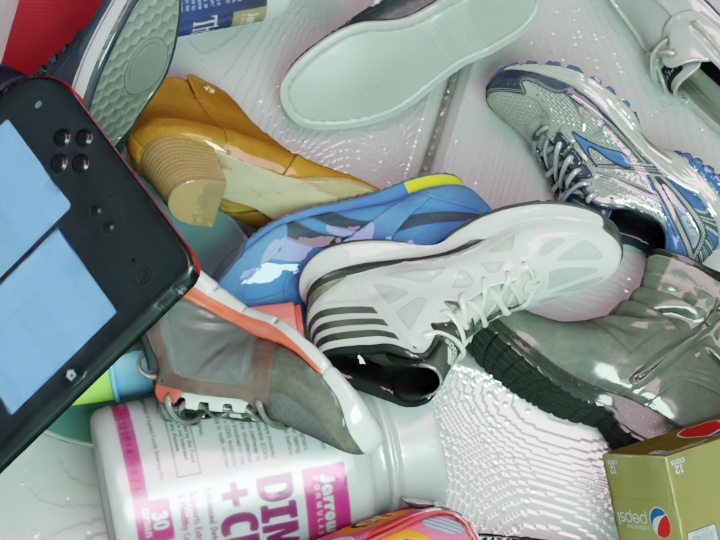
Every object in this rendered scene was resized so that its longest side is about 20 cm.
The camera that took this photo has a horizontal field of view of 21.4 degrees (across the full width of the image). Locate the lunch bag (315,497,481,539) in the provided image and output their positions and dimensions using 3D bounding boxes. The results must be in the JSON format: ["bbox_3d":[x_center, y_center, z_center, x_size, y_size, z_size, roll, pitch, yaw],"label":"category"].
[{"bbox_3d":[0.035,0.237,1.078,0.175,0.082,0.201,-22,90,-15],"label":"lunch bag"}]

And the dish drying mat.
[{"bbox_3d":[-0.190,-0.165,1.252,0.076,0.201,0.018,26,24,10],"label":"dish drying mat"}]

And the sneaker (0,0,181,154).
[{"bbox_3d":[-0.205,-0.127,1.206,0.146,0.203,0.077,37,22,24],"label":"sneaker"}]

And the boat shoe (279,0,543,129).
[{"bbox_3d":[0.032,-0.161,1.334,0.199,0.076,0.060,-22,28,-7],"label":"boat shoe"}]

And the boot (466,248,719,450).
[{"bbox_3d":[0.166,0.038,1.232,0.199,0.068,0.131,32,71,2],"label":"boot"}]

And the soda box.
[{"bbox_3d":[0.251,0.118,1.169,0.199,0.068,0.065,-13,93,-28],"label":"soda box"}]

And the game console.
[{"bbox_3d":[-0.207,0.003,1.116,0.200,0.031,0.177,-43,62,10],"label":"game console"}]

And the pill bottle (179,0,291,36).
[{"bbox_3d":[-0.110,-0.222,1.321,0.198,0.111,0.112,-12,64,-12],"label":"pill bottle"}]

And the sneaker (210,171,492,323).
[{"bbox_3d":[0.000,0.000,1.203,0.199,0.066,0.079,-20,45,-17],"label":"sneaker"}]

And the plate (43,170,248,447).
[{"bbox_3d":[-0.159,0.026,1.233,0.198,0.026,0.202,2,62,-4],"label":"plate"}]

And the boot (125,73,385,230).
[{"bbox_3d":[-0.063,-0.073,1.271,0.200,0.071,0.144,12,30,-29],"label":"boot"}]

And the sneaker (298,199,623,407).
[{"bbox_3d":[0.066,0.030,1.129,0.199,0.076,0.116,-11,42,1],"label":"sneaker"}]

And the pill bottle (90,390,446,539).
[{"bbox_3d":[-0.056,0.120,1.143,0.198,0.114,0.114,-11,64,-11],"label":"pill bottle"}]

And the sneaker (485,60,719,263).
[{"bbox_3d":[0.160,-0.066,1.289,0.199,0.077,0.085,35,68,13],"label":"sneaker"}]

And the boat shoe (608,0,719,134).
[{"bbox_3d":[0.237,-0.149,1.346,0.200,0.072,0.066,46,62,8],"label":"boat shoe"}]

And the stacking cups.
[{"bbox_3d":[-0.132,0.053,1.167,0.198,0.061,0.061,-6,63,-5],"label":"stacking cups"}]

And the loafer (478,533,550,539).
[{"bbox_3d":[0.115,0.191,1.149,0.199,0.071,0.069,11,61,0],"label":"loafer"}]

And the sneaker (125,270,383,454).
[{"bbox_3d":[-0.072,0.065,1.083,0.199,0.077,0.082,30,74,35],"label":"sneaker"}]
